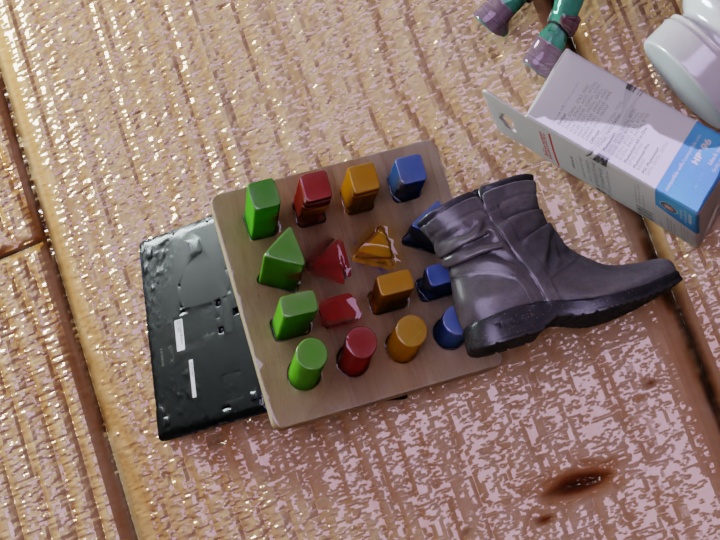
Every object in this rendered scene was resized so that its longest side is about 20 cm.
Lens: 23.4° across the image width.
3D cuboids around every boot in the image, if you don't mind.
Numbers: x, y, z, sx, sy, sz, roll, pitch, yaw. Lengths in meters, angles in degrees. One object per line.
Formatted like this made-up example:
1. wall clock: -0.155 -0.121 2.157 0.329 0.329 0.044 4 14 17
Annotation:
1. boot: 0.153 -0.019 1.382 0.198 0.070 0.133 -13 76 -21

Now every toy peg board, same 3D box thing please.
1. toy peg board: 0.000 0.000 1.396 0.197 0.098 0.202 -15 78 -10

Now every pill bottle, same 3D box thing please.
1. pill bottle: 0.332 -0.216 1.397 0.200 0.114 0.114 -42 73 1

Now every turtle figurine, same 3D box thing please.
1. turtle figurine: 0.188 -0.263 1.441 0.200 0.100 0.150 -50 48 14

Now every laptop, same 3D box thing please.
1. laptop: -0.079 0.041 1.483 0.199 0.103 0.179 -18 72 34

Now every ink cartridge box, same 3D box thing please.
1. ink cartridge box: 0.203 -0.107 1.399 0.199 0.116 0.068 32 85 16
